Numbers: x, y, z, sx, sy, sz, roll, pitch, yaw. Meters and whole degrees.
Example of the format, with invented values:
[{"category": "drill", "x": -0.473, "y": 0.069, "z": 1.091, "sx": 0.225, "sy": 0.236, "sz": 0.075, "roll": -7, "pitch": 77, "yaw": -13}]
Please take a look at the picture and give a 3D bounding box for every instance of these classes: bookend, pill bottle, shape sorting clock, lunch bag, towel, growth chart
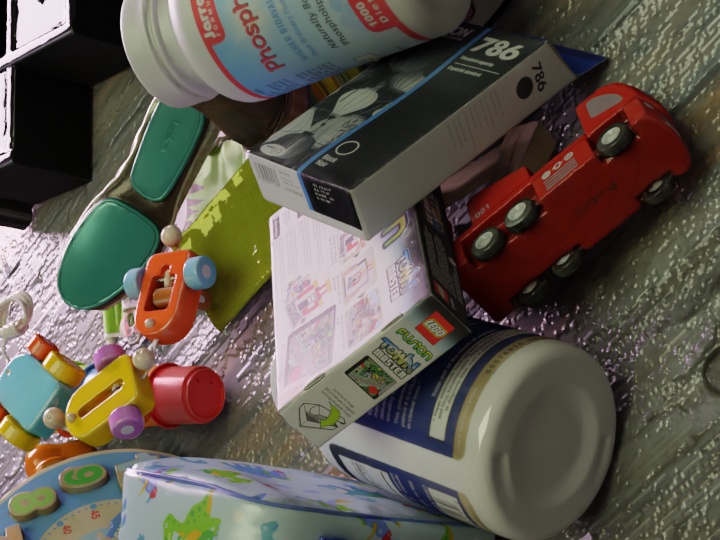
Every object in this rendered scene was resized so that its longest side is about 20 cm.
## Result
[{"category": "bookend", "x": -0.252, "y": -0.156, "z": 1.383, "sx": 0.198, "sy": 0.092, "sz": 0.201, "roll": -16, "pitch": 70, "yaw": 44}, {"category": "pill bottle", "x": 0.040, "y": 0.077, "z": 1.001, "sx": 0.199, "sy": 0.111, "sz": 0.112, "roll": 15, "pitch": 91, "yaw": 47}, {"category": "shape sorting clock", "x": -0.169, "y": 0.194, "z": 1.158, "sx": 0.200, "sy": 0.199, "sz": 0.039, "roll": 49, "pitch": 150, "yaw": 41}, {"category": "pill bottle", "x": -0.042, "y": -0.164, "z": 1.031, "sx": 0.199, "sy": 0.109, "sz": 0.110, "roll": -17, "pitch": 68, "yaw": 31}, {"category": "lunch bag", "x": -0.030, "y": 0.160, "z": 0.989, "sx": 0.160, "sy": 0.199, "sz": 0.083, "roll": 6, "pitch": 85, "yaw": 47}, {"category": "towel", "x": -0.055, "y": -0.055, "z": 1.188, "sx": 0.200, "sy": 0.018, "sz": 0.086, "roll": -47, "pitch": 52, "yaw": 23}, {"category": "growth chart", "x": -0.134, "y": -0.032, "z": 1.282, "sx": 0.200, "sy": 0.018, "sz": 0.146, "roll": -30, "pitch": 60, "yaw": 36}]

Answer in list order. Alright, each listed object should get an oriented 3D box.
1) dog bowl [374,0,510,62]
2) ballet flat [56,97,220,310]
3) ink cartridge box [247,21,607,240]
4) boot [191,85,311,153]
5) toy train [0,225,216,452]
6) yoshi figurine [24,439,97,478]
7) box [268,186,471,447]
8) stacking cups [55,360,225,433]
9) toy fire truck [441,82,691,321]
[{"category": "dog bowl", "x": 0.024, "y": -0.235, "z": 1.121, "sx": 0.199, "sy": 0.073, "sz": 0.202, "roll": -14, "pitch": 70, "yaw": 45}, {"category": "ballet flat", "x": -0.150, "y": -0.053, "z": 1.255, "sx": 0.067, "sy": 0.062, "sz": 0.200, "roll": 38, "pitch": 110, "yaw": 6}, {"category": "ink cartridge box", "x": 0.040, "y": -0.096, "z": 1.000, "sx": 0.099, "sy": 0.200, "sz": 0.039, "roll": 21, "pitch": 140, "yaw": 47}, {"category": "boot", "x": -0.093, "y": -0.164, "z": 1.192, "sx": 0.075, "sy": 0.097, "sz": 0.201, "roll": -46, "pitch": 37, "yaw": 26}, {"category": "toy train", "x": -0.178, "y": 0.058, "z": 1.217, "sx": 0.199, "sy": 0.056, "sz": 0.151, "roll": -14, "pitch": 58, "yaw": 34}, {"category": "yoshi figurine", "x": -0.187, "y": 0.210, "z": 1.247, "sx": 0.112, "sy": 0.113, "sz": 0.200, "roll": -31, "pitch": 35, "yaw": -5}, {"category": "box", "x": 0.000, "y": 0.000, "z": 0.985, "sx": 0.110, "sy": 0.035, "sz": 0.200, "roll": -38, "pitch": 28, "yaw": 19}, {"category": "stacking cups", "x": -0.178, "y": 0.097, "z": 1.273, "sx": 0.199, "sy": 0.060, "sz": 0.061, "roll": -1, "pitch": 80, "yaw": 44}, {"category": "toy fire truck", "x": 0.090, "y": -0.044, "z": 1.006, "sx": 0.200, "sy": 0.049, "sz": 0.141, "roll": -40, "pitch": 27, "yaw": 16}]
